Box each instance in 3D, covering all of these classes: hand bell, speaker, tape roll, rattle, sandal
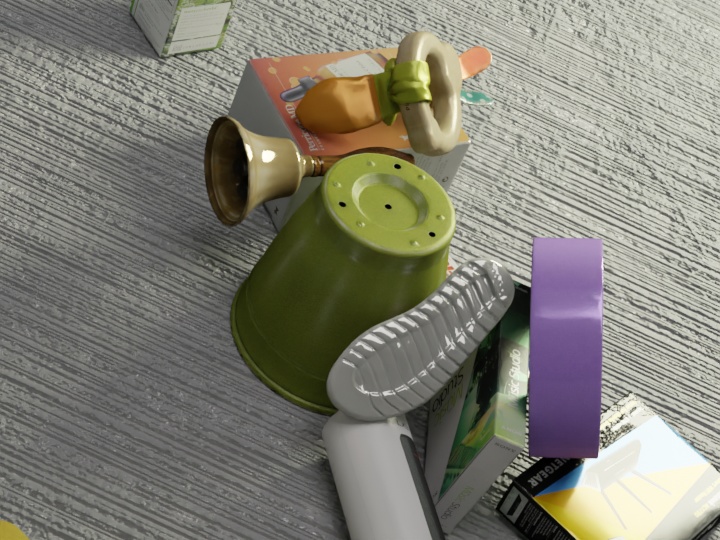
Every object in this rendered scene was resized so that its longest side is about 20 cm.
[{"bbox_3d":[-0.038,-0.101,1.815,0.200,0.104,0.104,-5,51,-27],"label":"hand bell"},{"bbox_3d":[0.025,0.213,1.663,0.081,0.081,0.200,2,47,-23],"label":"speaker"},{"bbox_3d":[0.186,0.070,1.723,0.066,0.200,0.200,1,44,6],"label":"tape roll"},{"bbox_3d":[0.044,-0.177,1.930,0.130,0.143,0.200,57,26,-12],"label":"rattle"},{"bbox_3d":[0.057,0.068,1.706,0.203,0.050,0.082,-35,88,-15],"label":"sandal"}]

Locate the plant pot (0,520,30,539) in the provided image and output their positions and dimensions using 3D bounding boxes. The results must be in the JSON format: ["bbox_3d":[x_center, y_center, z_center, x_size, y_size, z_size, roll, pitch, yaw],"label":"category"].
[{"bbox_3d":[-0.322,0.282,1.373,0.194,0.196,0.200,12,36,-13],"label":"plant pot"}]

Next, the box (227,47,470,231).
[{"bbox_3d":[-0.015,-0.139,1.965,0.200,0.106,0.152,-9,53,-31],"label":"box"}]

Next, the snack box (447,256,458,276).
[{"bbox_3d":[0.101,0.043,1.893,0.072,0.024,0.200,-12,53,-46],"label":"snack box"}]

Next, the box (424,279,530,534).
[{"bbox_3d":[0.106,0.122,1.738,0.036,0.144,0.200,21,42,-15],"label":"box"}]

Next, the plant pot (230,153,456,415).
[{"bbox_3d":[0.000,0.000,1.775,0.200,0.193,0.200,13,44,-13],"label":"plant pot"}]

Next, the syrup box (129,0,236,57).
[{"bbox_3d":[-0.174,-0.328,2.009,0.079,0.200,0.081,-14,55,-33],"label":"syrup box"}]

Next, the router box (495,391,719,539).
[{"bbox_3d":[0.245,0.215,1.776,0.149,0.051,0.200,42,44,18],"label":"router box"}]
